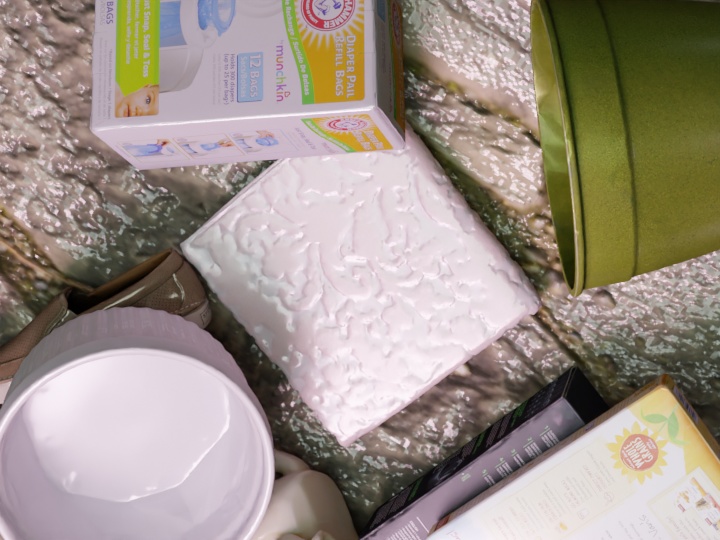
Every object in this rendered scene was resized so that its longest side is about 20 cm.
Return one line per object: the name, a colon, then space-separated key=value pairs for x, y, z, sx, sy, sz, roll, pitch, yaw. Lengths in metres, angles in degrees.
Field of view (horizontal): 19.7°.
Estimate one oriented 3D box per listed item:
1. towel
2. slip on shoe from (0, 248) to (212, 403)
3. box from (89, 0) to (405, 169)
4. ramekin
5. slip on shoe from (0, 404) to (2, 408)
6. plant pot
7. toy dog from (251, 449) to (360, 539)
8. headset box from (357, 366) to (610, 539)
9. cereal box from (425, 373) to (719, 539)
towel: x=0.000 y=0.000 z=1.492 sx=0.191 sy=0.032 sz=0.200 roll=-38 pitch=92 yaw=17
slip on shoe: x=-0.210 y=0.041 z=1.517 sx=0.200 sy=0.076 sz=0.061 roll=-17 pitch=112 yaw=11
box: x=-0.074 y=-0.141 z=1.423 sx=0.200 sy=0.101 sz=0.113 roll=-3 pitch=77 yaw=12
ramekin: x=-0.163 y=0.120 z=1.461 sx=0.200 sy=0.105 sz=0.200 roll=-3 pitch=115 yaw=-7
slip on shoe: x=-0.235 y=0.183 z=1.556 sx=0.076 sy=0.061 sz=0.200 roll=-27 pitch=96 yaw=15
plant pot: x=0.221 y=-0.093 z=1.358 sx=0.193 sy=0.200 sz=0.201 roll=-7 pitch=101 yaw=1
toy dog: x=-0.082 y=0.249 z=1.511 sx=0.200 sy=0.140 sz=0.194 roll=-40 pitch=80 yaw=17
headset box: x=0.133 y=0.192 z=1.474 sx=0.200 sy=0.093 sz=0.174 roll=-38 pitch=92 yaw=16
cereal box: x=0.165 y=0.183 z=1.398 sx=0.200 sy=0.040 sz=0.144 roll=-34 pitch=93 yaw=15
